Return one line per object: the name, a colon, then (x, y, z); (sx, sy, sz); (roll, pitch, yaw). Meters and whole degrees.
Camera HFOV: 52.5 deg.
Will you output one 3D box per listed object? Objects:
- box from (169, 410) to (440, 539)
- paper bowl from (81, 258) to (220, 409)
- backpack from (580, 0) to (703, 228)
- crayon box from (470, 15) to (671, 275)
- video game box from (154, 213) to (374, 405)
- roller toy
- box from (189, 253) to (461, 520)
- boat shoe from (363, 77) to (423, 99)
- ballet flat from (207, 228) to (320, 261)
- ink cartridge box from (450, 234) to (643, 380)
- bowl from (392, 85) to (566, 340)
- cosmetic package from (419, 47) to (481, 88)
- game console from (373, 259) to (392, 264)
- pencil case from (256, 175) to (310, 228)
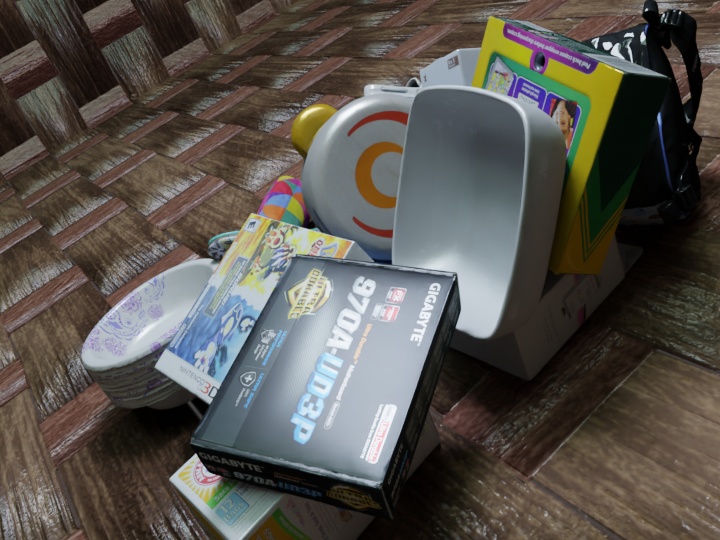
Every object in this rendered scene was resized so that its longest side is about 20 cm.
box: (-0.043, 0.162, 0.620); (0.111, 0.103, 0.200); (18, 52, 45)
paper bowl: (-0.228, 0.086, 0.890); (0.197, 0.106, 0.202); (-24, 26, 12)
backpack: (0.274, -0.128, 0.741); (0.151, 0.188, 0.206); (-5, 79, 37)
crayon box: (0.168, -0.121, 0.676); (0.057, 0.177, 0.201); (-2, 30, -25)
video game box: (-0.102, 0.048, 0.739); (0.180, 0.047, 0.203); (17, 71, 44)
roller toy: (0.018, -0.108, 0.874); (0.194, 0.188, 0.140); (-3, 4, -11)
box: (-0.019, 0.079, 0.576); (0.155, 0.047, 0.202); (7, 48, 23)
boat shoe: (0.088, -0.259, 1.114); (0.195, 0.068, 0.072); (-11, 2, -27)
ballet flat: (-0.097, -0.017, 0.933); (0.196, 0.074, 0.071); (-6, 15, -36)
ink cartridge box: (0.179, 0.005, 0.731); (0.199, 0.068, 0.115); (-41, 32, -23)
bowl: (0.109, -0.057, 0.654); (0.073, 0.205, 0.200); (-2, 18, -24)
cosmetic package: (0.196, -0.281, 1.075); (0.196, 0.076, 0.101); (-14, 3, -28)
game console: (0.000, 0.000, 0.845); (0.196, 0.170, 0.121); (2, 65, 41)
pencil case: (-0.121, -0.055, 1.064); (0.086, 0.090, 0.202); (-13, 30, 22)
